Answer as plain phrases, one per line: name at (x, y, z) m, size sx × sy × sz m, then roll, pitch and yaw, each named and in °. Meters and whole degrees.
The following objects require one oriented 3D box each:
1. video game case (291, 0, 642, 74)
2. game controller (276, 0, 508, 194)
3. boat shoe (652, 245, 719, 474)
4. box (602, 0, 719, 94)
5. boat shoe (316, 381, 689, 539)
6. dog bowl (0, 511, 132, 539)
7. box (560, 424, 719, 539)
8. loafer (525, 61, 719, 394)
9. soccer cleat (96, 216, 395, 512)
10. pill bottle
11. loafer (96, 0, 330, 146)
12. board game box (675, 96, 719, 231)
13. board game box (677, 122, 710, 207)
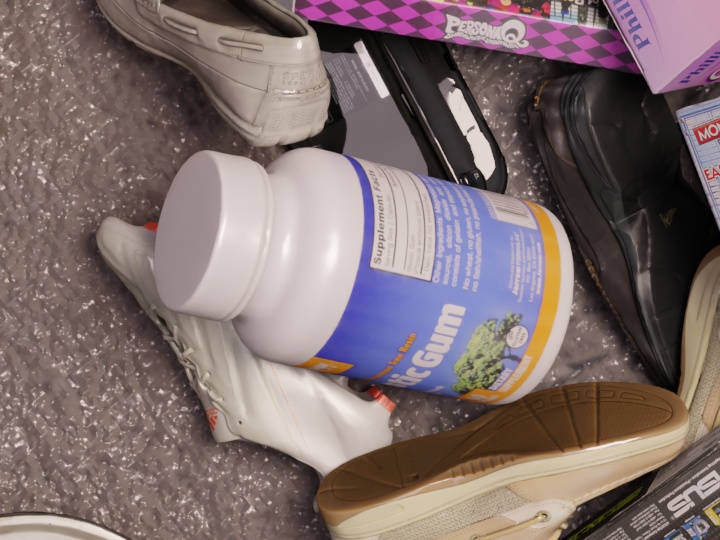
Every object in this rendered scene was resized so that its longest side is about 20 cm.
video game case at (0.071, -0.196, 1.156) m, size 0.199 × 0.036 × 0.182 m, roll 8°, pitch 54°, yaw -3°
game controller at (-0.001, -0.106, 1.192) m, size 0.104 × 0.042 × 0.201 m, roll -28°, pitch 88°, yaw 10°
boat shoe at (0.206, 0.088, 1.142) m, size 0.072 × 0.065 × 0.201 m, roll -1°, pitch 103°, yaw -36°
box at (0.204, -0.201, 1.111) m, size 0.200 × 0.097 × 0.176 m, roll -14°, pitch 72°, yaw -40°
boat shoe at (0.080, 0.115, 1.130) m, size 0.199 × 0.072 × 0.065 m, roll -18°, pitch 114°, yaw 5°
dog bowl at (-0.171, 0.227, 1.138) m, size 0.199 × 0.074 × 0.201 m, roll 0°, pitch 86°, yaw -3°
box at (0.182, 0.207, 1.127) m, size 0.200 × 0.048 × 0.193 m, roll -41°, pitch 90°, yaw 28°
loafer at (0.151, -0.020, 1.179) m, size 0.073 × 0.072 × 0.201 m, roll -28°, pitch 106°, yaw -30°
soccer cleat at (-0.071, 0.049, 1.160) m, size 0.200 × 0.069 × 0.078 m, roll 39°, pitch 88°, yaw -3°
pill bottle at (0.000, 0.000, 1.105) m, size 0.199 × 0.112 × 0.113 m, roll 12°, pitch 85°, yaw -27°
loafer at (-0.080, -0.139, 1.125) m, size 0.070 × 0.070 × 0.200 m, roll -19°, pitch 43°, yaw -34°
board game box at (0.246, -0.027, 1.071) m, size 0.200 × 0.062 × 0.200 m, roll -47°, pitch 112°, yaw -42°
board game box at (0.276, -0.015, 1.198) m, size 0.135 × 0.035 × 0.201 m, roll -22°, pitch 88°, yaw -4°
